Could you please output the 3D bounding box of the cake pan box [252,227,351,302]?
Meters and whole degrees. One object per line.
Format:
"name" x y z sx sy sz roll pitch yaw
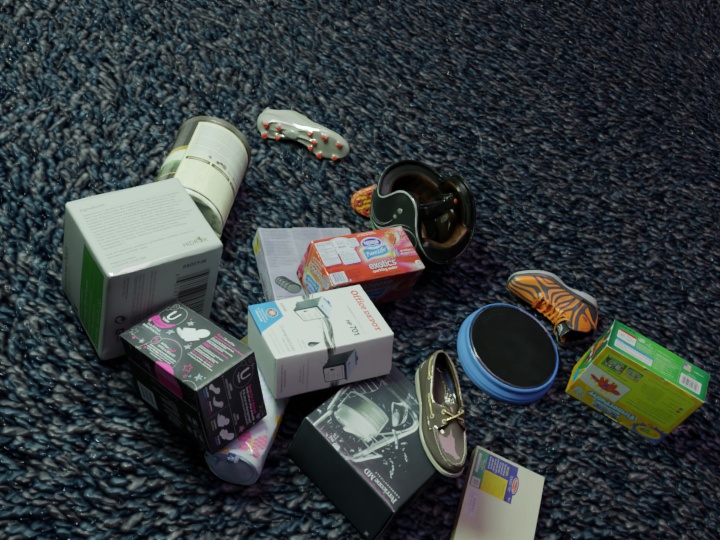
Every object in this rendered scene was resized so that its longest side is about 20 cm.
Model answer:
"cake pan box" -0.085 0.006 1.750 0.197 0.053 0.186 -2 56 -25

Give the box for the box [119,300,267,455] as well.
"box" -0.249 0.157 1.445 0.114 0.134 0.199 -33 42 -32

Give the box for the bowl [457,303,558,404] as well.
"bowl" 0.277 0.150 1.790 0.197 0.040 0.203 12 51 -15

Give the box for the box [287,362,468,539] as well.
"box" 0.027 0.279 1.525 0.200 0.125 0.196 43 51 14

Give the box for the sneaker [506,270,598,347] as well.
"sneaker" 0.377 0.076 1.873 0.197 0.078 0.113 20 46 -7

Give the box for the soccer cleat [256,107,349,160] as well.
"soccer cleat" -0.114 -0.287 1.971 0.197 0.070 0.078 17 44 -6

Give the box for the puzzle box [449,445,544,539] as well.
"puzzle box" 0.225 0.398 1.577 0.132 0.026 0.201 25 47 -2

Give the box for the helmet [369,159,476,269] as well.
"helmet" 0.109 -0.105 1.829 0.198 0.203 0.190 -12 17 -31

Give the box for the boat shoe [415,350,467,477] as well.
"boat shoe" 0.131 0.219 1.495 0.071 0.060 0.202 9 49 -20

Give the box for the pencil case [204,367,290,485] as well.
"pencil case" -0.170 0.234 1.502 0.089 0.084 0.201 15 47 8

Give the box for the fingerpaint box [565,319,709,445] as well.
"fingerpaint box" 0.504 0.206 1.760 0.198 0.168 0.074 30 49 3

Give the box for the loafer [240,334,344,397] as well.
"loafer" -0.113 0.154 1.602 0.197 0.068 0.077 15 48 -11

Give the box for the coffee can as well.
"coffee can" -0.291 -0.157 1.728 0.144 0.147 0.202 20 47 -7

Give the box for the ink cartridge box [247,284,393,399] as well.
"ink cartridge box" -0.065 0.110 1.520 0.197 0.087 0.147 -12 36 -21

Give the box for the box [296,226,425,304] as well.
"box" 0.000 0.000 1.694 0.198 0.096 0.101 -11 59 -32

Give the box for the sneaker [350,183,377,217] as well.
"sneaker" 0.066 -0.153 1.947 0.197 0.074 0.077 -15 23 -25

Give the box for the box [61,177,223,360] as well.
"box" -0.351 -0.005 1.533 0.198 0.201 0.172 -17 54 -32
